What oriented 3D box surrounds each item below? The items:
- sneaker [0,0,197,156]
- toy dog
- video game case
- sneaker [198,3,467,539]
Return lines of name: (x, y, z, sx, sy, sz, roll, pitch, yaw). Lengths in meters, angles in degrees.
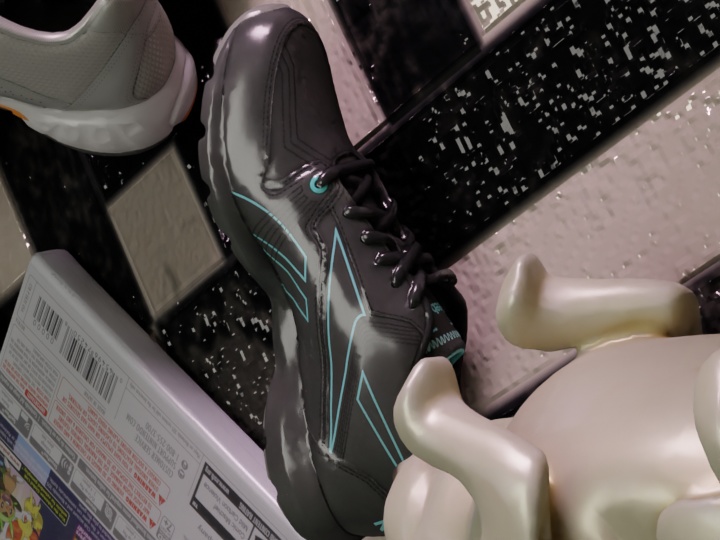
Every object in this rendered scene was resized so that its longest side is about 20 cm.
sneaker: (-0.166, -0.102, 0.809, 0.198, 0.092, 0.076, 1, 57, 8)
toy dog: (0.093, 0.079, 0.635, 0.199, 0.140, 0.194, -22, 118, 42)
video game case: (-0.104, 0.121, 0.893, 0.200, 0.023, 0.183, 42, 124, 30)
sneaker: (0.000, 0.000, 0.746, 0.079, 0.075, 0.202, -7, 101, 33)
